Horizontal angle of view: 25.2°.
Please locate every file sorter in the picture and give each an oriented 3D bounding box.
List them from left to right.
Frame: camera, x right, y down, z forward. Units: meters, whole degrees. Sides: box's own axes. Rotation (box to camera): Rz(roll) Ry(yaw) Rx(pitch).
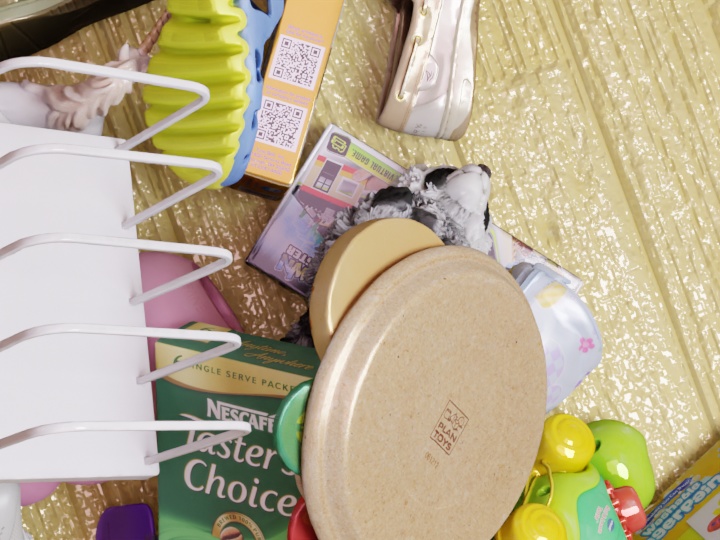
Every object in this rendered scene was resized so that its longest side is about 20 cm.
[{"bbox_3d":[-0.147,0.001,0.848,0.139,0.124,0.200,5,71,-41],"label":"file sorter"}]

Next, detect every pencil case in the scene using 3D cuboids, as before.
[{"bbox_3d":[0.056,0.079,0.994,0.200,0.083,0.091,-36,120,-19],"label":"pencil case"}]

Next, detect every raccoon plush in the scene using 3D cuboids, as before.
[{"bbox_3d":[0.000,0.000,1.008,0.200,0.134,0.097,-27,99,11],"label":"raccoon plush"}]

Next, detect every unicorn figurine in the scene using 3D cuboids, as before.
[{"bbox_3d":[-0.202,-0.102,1.007,0.200,0.137,0.074,-11,83,-8],"label":"unicorn figurine"}]

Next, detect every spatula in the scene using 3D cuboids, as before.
[{"bbox_3d":[-0.093,0.167,1.010,0.200,0.021,0.057,-12,78,28],"label":"spatula"}]

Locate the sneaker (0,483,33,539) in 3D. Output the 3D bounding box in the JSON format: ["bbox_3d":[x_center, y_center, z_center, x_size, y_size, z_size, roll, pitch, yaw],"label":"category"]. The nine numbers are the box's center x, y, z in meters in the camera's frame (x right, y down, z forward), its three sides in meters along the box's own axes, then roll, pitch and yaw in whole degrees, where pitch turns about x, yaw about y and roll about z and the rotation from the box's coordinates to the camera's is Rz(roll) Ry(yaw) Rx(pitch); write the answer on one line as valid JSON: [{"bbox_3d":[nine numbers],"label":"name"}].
[{"bbox_3d":[-0.210,0.194,1.002,0.092,0.076,0.200,-2,127,-17],"label":"sneaker"}]

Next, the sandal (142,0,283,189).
[{"bbox_3d":[-0.074,-0.146,0.942,0.079,0.087,0.200,17,108,32],"label":"sandal"}]

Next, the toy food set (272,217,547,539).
[{"bbox_3d":[0.031,0.082,0.883,0.200,0.049,0.198,26,80,-47],"label":"toy food set"}]

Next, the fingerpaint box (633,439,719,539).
[{"bbox_3d":[0.228,0.205,1.012,0.200,0.167,0.073,-42,110,-6],"label":"fingerpaint box"}]

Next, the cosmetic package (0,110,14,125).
[{"bbox_3d":[-0.280,-0.007,0.933,0.200,0.166,0.167,48,50,-18],"label":"cosmetic package"}]

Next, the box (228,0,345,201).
[{"bbox_3d":[-0.038,-0.148,1.032,0.041,0.119,0.200,18,87,-6],"label":"box"}]

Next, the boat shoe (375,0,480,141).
[{"bbox_3d":[0.041,-0.187,1.064,0.069,0.074,0.201,2,88,-11],"label":"boat shoe"}]

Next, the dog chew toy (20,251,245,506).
[{"bbox_3d":[-0.170,0.077,1.016,0.200,0.125,0.125,-33,91,3],"label":"dog chew toy"}]

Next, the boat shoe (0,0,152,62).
[{"bbox_3d":[-0.204,-0.189,1.046,0.200,0.073,0.063,-24,83,-8],"label":"boat shoe"}]

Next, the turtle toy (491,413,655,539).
[{"bbox_3d":[0.126,0.165,1.015,0.101,0.146,0.200,30,46,-2],"label":"turtle toy"}]

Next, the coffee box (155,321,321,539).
[{"bbox_3d":[-0.060,0.137,0.937,0.123,0.044,0.200,13,111,26],"label":"coffee box"}]

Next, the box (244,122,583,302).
[{"bbox_3d":[0.035,0.001,1.074,0.200,0.035,0.110,31,86,-3],"label":"box"}]
